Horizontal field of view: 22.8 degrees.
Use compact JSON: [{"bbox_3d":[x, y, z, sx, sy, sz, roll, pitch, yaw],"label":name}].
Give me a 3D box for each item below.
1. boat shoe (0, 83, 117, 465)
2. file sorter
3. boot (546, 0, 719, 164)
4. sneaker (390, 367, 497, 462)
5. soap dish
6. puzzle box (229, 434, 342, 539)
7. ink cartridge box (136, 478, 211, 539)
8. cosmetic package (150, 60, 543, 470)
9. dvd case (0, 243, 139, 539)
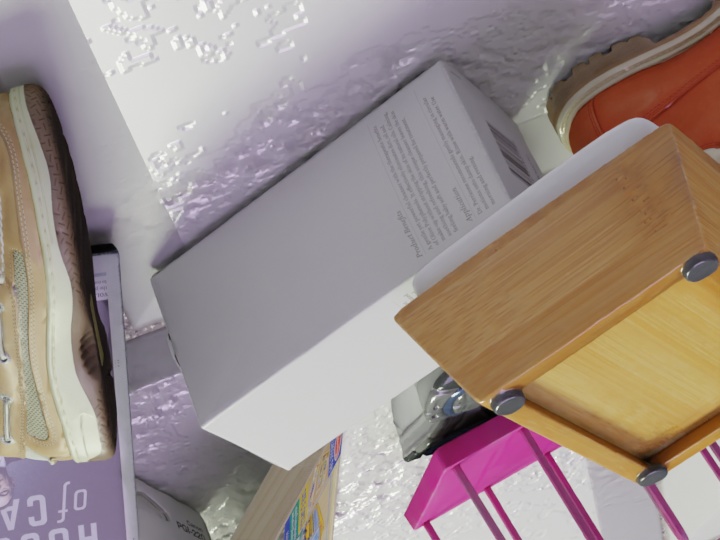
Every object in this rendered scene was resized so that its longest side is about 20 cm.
[{"bbox_3d":[-0.166,0.010,0.851,0.076,0.072,0.200,-6,116,-2],"label":"boat shoe"},{"bbox_3d":[0.150,0.133,1.071,0.200,0.126,0.139,-28,163,-16],"label":"file sorter"},{"bbox_3d":[0.205,-0.090,0.914,0.200,0.107,0.075,-30,140,8],"label":"boot"},{"bbox_3d":[0.049,0.053,1.036,0.074,0.087,0.200,-21,162,-12],"label":"sneaker"},{"bbox_3d":[0.136,0.024,0.863,0.157,0.081,0.200,-36,143,20],"label":"soap dish"},{"bbox_3d":[-0.051,0.189,1.113,0.025,0.133,0.200,19,141,12],"label":"puzzle box"},{"bbox_3d":[-0.201,0.210,1.092,0.200,0.085,0.146,-36,141,14],"label":"ink cartridge box"},{"bbox_3d":[0.000,0.000,0.919,0.200,0.108,0.085,-35,142,19],"label":"cosmetic package"},{"bbox_3d":[-0.192,0.092,0.922,0.150,0.025,0.200,-8,107,-19],"label":"dvd case"}]
